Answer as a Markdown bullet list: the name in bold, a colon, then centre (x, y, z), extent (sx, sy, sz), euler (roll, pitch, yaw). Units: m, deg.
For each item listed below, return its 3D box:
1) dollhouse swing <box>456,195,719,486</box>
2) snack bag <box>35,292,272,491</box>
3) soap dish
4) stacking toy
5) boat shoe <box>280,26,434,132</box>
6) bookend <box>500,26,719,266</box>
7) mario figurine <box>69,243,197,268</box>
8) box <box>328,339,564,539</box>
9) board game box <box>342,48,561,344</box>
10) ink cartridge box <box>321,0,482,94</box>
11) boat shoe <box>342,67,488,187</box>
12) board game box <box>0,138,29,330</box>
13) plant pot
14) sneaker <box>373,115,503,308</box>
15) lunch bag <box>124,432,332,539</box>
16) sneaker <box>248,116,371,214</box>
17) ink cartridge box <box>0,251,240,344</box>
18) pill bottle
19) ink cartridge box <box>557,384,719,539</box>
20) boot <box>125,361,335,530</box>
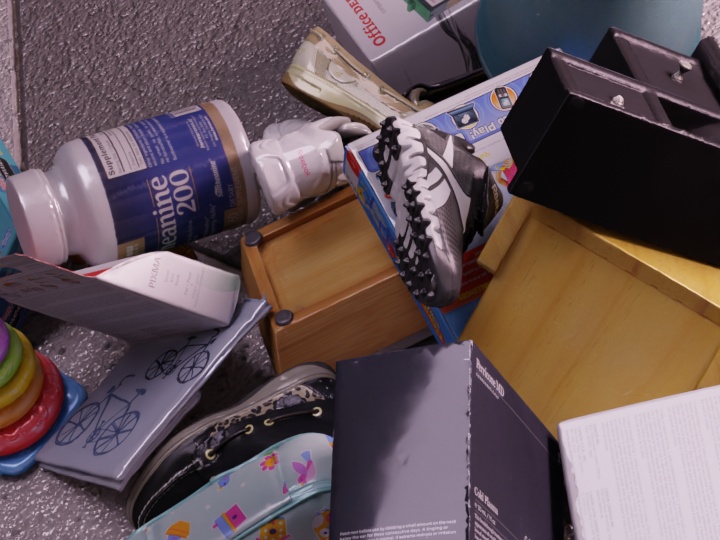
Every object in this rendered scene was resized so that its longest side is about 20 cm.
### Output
- **dollhouse swing**: centre (0.180, 0.040, 1.621), extent (0.199, 0.177, 0.182), euler (30, 29, 6)
- **snack bag**: centre (-0.173, 0.096, 1.780), extent (0.200, 0.021, 0.188), euler (-50, 21, -20)
- **soap dish**: centre (0.000, 0.000, 1.791), extent (0.199, 0.081, 0.158), euler (-25, 42, 2)
- **stacking toy**: centre (-0.320, 0.073, 1.798), extent (0.116, 0.201, 0.110), euler (30, 65, 27)
- **boat shoe**: centre (0.030, -0.140, 1.840), extent (0.200, 0.073, 0.063), euler (28, 84, 12)
- **bookend**: centre (0.194, -0.118, 1.602), extent (0.092, 0.198, 0.201), euler (-60, 26, 28)
- **mario figurine**: centre (-0.244, -0.025, 1.931), extent (0.123, 0.106, 0.199), euler (-45, 46, -18)
- **box**: centre (0.063, 0.175, 1.467), extent (0.103, 0.200, 0.183), euler (-9, 60, 21)
- **board game box**: centre (0.117, -0.048, 1.699), extent (0.199, 0.056, 0.197), euler (-24, 72, -13)
- **ink cartridge box**: centre (0.079, -0.246, 1.987), extent (0.199, 0.085, 0.146), euler (-31, 42, -3)
- **boat shoe**: centre (0.058, -0.134, 1.903), extent (0.199, 0.065, 0.072), euler (-18, 44, 13)
- **board game box**: centre (-0.352, -0.021, 1.969), extent (0.152, 0.047, 0.200), euler (-62, 38, 20)
- **plant pot**: centre (0.200, -0.249, 1.794), extent (0.198, 0.188, 0.201), euler (0, 63, -1)
- **sneaker**: centre (0.068, -0.046, 1.601), extent (0.090, 0.067, 0.201), euler (5, 37, -13)
- **lunch bag**: centre (-0.062, 0.219, 1.555), extent (0.199, 0.161, 0.077), euler (-31, 36, 6)
- **sneaker**: centre (-0.032, -0.095, 1.830), extent (0.099, 0.078, 0.200), euler (-19, 10, 7)
- **ink cartridge box**: centre (-0.223, 0.006, 1.746), extent (0.160, 0.199, 0.050), euler (-11, 62, 53)
- **pill bottle**: centre (-0.193, -0.067, 1.817), extent (0.199, 0.112, 0.111), euler (-18, 39, -16)
- **ink cartridge box**: centre (0.246, 0.165, 1.489), extent (0.198, 0.057, 0.164), euler (-13, 63, 10)
- **boot**: centre (-0.075, 0.175, 1.668), extent (0.203, 0.074, 0.154), euler (-34, 45, -4)
